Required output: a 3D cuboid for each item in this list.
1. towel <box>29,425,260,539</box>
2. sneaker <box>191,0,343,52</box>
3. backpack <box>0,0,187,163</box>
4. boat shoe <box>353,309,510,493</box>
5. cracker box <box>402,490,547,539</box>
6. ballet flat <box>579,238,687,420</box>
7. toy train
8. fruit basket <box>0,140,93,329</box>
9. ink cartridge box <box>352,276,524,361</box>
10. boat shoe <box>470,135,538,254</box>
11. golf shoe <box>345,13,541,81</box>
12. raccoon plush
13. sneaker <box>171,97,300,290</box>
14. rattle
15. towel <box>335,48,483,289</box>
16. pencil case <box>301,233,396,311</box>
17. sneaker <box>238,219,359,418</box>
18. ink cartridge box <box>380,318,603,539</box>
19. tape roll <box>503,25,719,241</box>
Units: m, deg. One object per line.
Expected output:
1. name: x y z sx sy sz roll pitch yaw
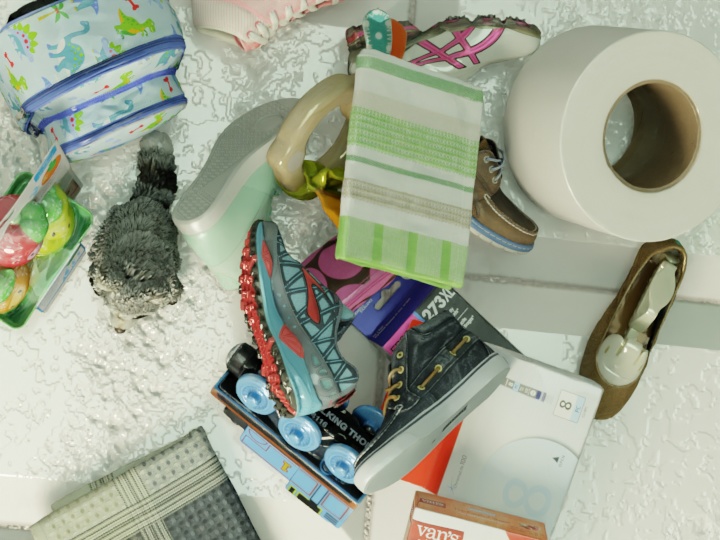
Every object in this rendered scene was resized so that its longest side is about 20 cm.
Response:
1. towel: -0.198 0.282 1.707 0.199 0.035 0.194 -28 93 -12
2. sneaker: -0.075 -0.264 1.747 0.198 0.075 0.106 4 83 -2
3. backpack: -0.246 -0.190 1.651 0.181 0.200 0.148 -25 89 -10
4. boat shoe: 0.045 0.123 1.655 0.091 0.071 0.200 42 59 17
5. cracker box: 0.092 0.328 1.694 0.132 0.058 0.202 14 101 0
6. ballet flat: 0.279 0.056 1.772 0.067 0.072 0.201 30 82 -4
7. toy train: -0.056 0.152 1.692 0.199 0.115 0.087 37 47 2
8. fruit basket: -0.315 -0.021 1.626 0.093 0.200 0.186 33 81 -3
9. ink cartridge box: 0.088 0.079 1.762 0.200 0.037 0.095 42 81 -1
10. boat shoe: 0.107 -0.097 1.744 0.199 0.072 0.073 38 112 -9
11. golf shoe: 0.085 -0.210 1.771 0.197 0.073 0.093 -5 94 1
12. raccoon plush: -0.217 -0.041 1.674 0.095 0.134 0.203 -4 86 -8
13. sneaker: -0.102 -0.074 1.741 0.201 0.073 0.119 -53 135 -30
14. rattle: 0.015 -0.137 1.673 0.200 0.143 0.131 -45 135 -11
15. towel: 0.044 -0.094 1.658 0.148 0.031 0.203 14 77 -31
16. pencil case: 0.000 0.000 1.722 0.200 0.094 0.091 -42 135 -7
17. sneaker: -0.056 0.043 1.645 0.094 0.079 0.202 -7 65 -21
18. ink cartridge box: 0.119 0.155 1.718 0.198 0.047 0.162 19 95 -2
19. tape roll: 0.256 -0.137 1.727 0.200 0.139 0.205 -4 101 -19
